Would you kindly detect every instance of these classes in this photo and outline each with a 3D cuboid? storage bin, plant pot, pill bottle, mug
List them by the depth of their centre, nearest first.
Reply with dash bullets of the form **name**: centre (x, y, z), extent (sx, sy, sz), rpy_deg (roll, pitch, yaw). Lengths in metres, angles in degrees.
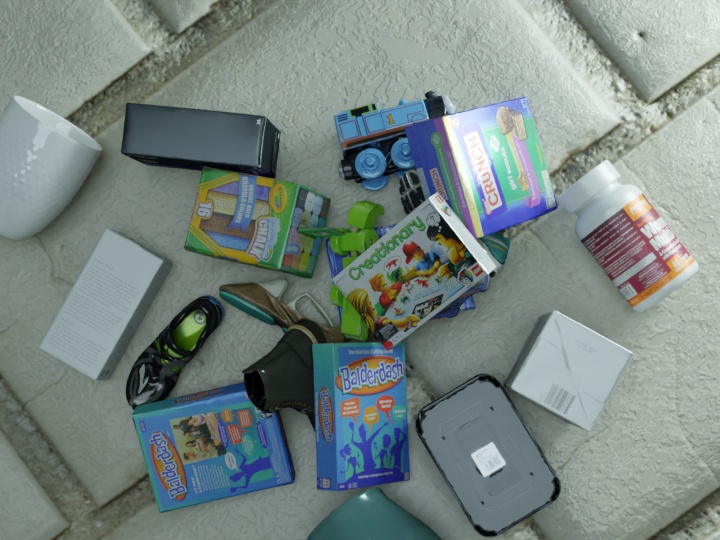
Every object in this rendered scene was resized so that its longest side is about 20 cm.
- **plant pot**: centre (0.028, 0.411, 1.671), extent (0.200, 0.200, 0.188), rpy_deg (-40, 69, 1)
- **pill bottle**: centre (0.372, -0.050, 1.709), extent (0.110, 0.110, 0.200), rpy_deg (-37, 85, 1)
- **storage bin**: centre (0.177, 0.257, 1.711), extent (0.135, 0.094, 0.200), rpy_deg (-31, 84, 1)
- **mug**: centre (-0.498, -0.152, 1.774), extent (0.200, 0.148, 0.175), rpy_deg (38, 98, 36)

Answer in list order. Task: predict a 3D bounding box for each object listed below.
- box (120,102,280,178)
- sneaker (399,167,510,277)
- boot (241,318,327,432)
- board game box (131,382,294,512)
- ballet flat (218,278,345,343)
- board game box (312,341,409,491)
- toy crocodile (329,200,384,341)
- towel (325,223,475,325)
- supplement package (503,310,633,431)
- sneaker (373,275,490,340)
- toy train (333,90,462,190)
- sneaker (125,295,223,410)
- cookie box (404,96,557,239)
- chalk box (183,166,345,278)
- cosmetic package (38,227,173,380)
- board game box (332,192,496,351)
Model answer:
- **box**: centre (-0.226, -0.185, 1.746), extent (0.200, 0.141, 0.079), rpy_deg (6, 86, 5)
- **sneaker**: centre (0.134, -0.075, 1.735), extent (0.200, 0.077, 0.080), rpy_deg (45, 59, -15)
- **boot**: centre (-0.093, 0.187, 1.690), extent (0.077, 0.138, 0.200), rpy_deg (-5, 113, 42)
- **board game box**: centre (-0.208, 0.248, 1.735), extent (0.200, 0.045, 0.152), rpy_deg (-12, 102, 1)
- **ballet flat**: centre (-0.106, 0.058, 1.762), extent (0.200, 0.068, 0.072), rpy_deg (32, 76, 4)
- **board game box**: centre (0.002, 0.200, 1.702), extent (0.045, 0.152, 0.200), rpy_deg (-6, 85, 43)
- **toy crocodile**: centre (0.000, 0.000, 1.739), extent (0.067, 0.062, 0.200), rpy_deg (2, 91, 41)
- **towel**: centre (0.057, 0.002, 1.771), extent (0.200, 0.024, 0.145), rpy_deg (-10, 86, 3)
- **supplement package**: centre (0.277, 0.137, 1.657), extent (0.121, 0.200, 0.120), rpy_deg (29, 88, 6)
- **sneaker**: centre (0.101, 0.046, 1.717), extent (0.200, 0.075, 0.078), rpy_deg (-33, 125, 22)
- **toy train**: centre (0.059, -0.191, 1.755), extent (0.200, 0.087, 0.114), rpy_deg (-15, 77, 1)
- **sneaker**: centre (-0.276, 0.117, 1.757), extent (0.071, 0.083, 0.200), rpy_deg (39, 93, 5)
- **cookie box**: centre (0.169, -0.139, 1.676), extent (0.075, 0.200, 0.171), rpy_deg (-13, 95, 44)
- **chalk box**: centre (-0.124, -0.061, 1.715), extent (0.200, 0.124, 0.124), rpy_deg (13, 87, 22)
- **cosmetic package**: centre (-0.369, 0.050, 1.775), extent (0.101, 0.071, 0.200), rpy_deg (30, 89, 6)
- **board game box**: centre (0.069, 0.004, 1.629), extent (0.200, 0.035, 0.126), rpy_deg (-40, 86, 33)
